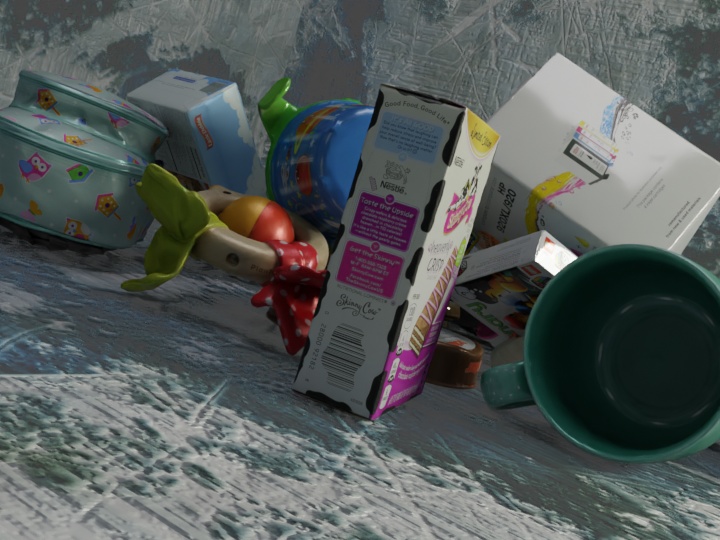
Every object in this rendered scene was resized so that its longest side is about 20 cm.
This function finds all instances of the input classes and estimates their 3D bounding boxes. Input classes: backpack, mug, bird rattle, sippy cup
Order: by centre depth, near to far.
[{"bbox_3d":[0.198,0.059,0.742,0.184,0.153,0.114,20,3,32],"label":"mug"},{"bbox_3d":[-0.083,-0.025,0.797,0.198,0.114,0.163,13,22,5],"label":"bird rattle"},{"bbox_3d":[-0.006,-0.087,0.866,0.176,0.141,0.130,5,1,-17],"label":"sippy cup"},{"bbox_3d":[-0.265,-0.095,0.910,0.174,0.154,0.200,21,11,-9],"label":"backpack"}]

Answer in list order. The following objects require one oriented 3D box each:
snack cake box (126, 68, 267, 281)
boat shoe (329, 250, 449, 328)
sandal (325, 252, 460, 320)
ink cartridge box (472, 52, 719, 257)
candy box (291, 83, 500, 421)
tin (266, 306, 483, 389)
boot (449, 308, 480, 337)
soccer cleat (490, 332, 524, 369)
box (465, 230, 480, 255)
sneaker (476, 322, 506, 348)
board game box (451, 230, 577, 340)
[{"bbox_3d":[-0.157,-0.100,1.043,0.114,0.201,0.067,20,47,42],"label":"snack cake box"},{"bbox_3d":[0.001,0.025,1.001,0.199,0.071,0.065,24,-25,37],"label":"boat shoe"},{"bbox_3d":[0.000,0.000,0.862,0.199,0.055,0.081,21,7,43],"label":"sandal"},{"bbox_3d":[0.205,-0.066,0.935,0.200,0.145,0.148,39,-23,17],"label":"ink cartridge box"},{"bbox_3d":[0.029,-0.011,0.670,0.060,0.202,0.136,17,6,16],"label":"candy box"},{"bbox_3d":[0.011,0.052,0.862,0.199,0.042,0.112,19,10,24],"label":"tin"},{"bbox_3d":[0.180,0.053,1.190,0.202,0.074,0.154,20,3,15],"label":"boot"},{"bbox_3d":[0.194,0.096,0.845,0.198,0.078,0.069,2,-33,35],"label":"soccer cleat"},{"bbox_3d":[0.051,-0.012,1.040,0.070,0.064,0.200,41,-17,-2],"label":"box"},{"bbox_3d":[0.196,0.043,1.051,0.088,0.081,0.200,51,45,-7],"label":"sneaker"},{"bbox_3d":[0.181,0.044,0.887,0.199,0.035,0.126,35,-29,-23],"label":"board game box"}]
